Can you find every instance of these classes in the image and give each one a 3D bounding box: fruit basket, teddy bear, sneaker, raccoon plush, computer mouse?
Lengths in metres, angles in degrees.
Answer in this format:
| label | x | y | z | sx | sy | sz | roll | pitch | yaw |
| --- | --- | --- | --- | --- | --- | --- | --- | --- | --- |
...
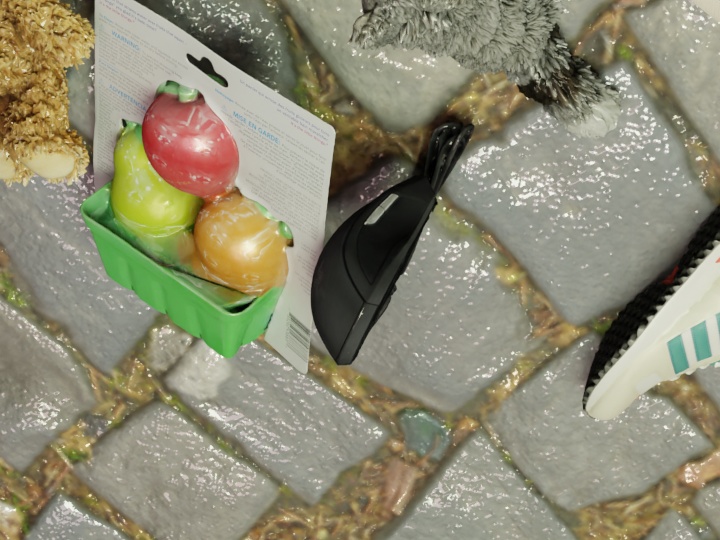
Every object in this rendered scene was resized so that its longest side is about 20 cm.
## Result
| label | x | y | z | sx | sy | sz | roll | pitch | yaw |
| --- | --- | --- | --- | --- | --- | --- | --- | --- | --- |
| fruit basket | -0.088 | -0.056 | 1.425 | 0.185 | 0.094 | 0.201 | 33 | 135 | 24 |
| teddy bear | -0.213 | -0.142 | 1.421 | 0.145 | 0.067 | 0.201 | -19 | 97 | 54 |
| sneaker | 0.217 | 0.038 | 1.461 | 0.093 | 0.070 | 0.200 | 35 | 120 | -5 |
| raccoon plush | 0.079 | -0.131 | 1.340 | 0.200 | 0.134 | 0.097 | 36 | 122 | -12 |
| computer mouse | 0.000 | 0.000 | 1.414 | 0.046 | 0.200 | 0.141 | 27 | 131 | 2 |

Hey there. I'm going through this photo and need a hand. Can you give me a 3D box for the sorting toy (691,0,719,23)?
| label | x | y | z | sx | sy | sz | roll | pitch | yaw |
| --- | --- | --- | --- | --- | --- | --- | --- | --- | --- |
| sorting toy | 0.269 | -0.169 | 1.317 | 0.179 | 0.107 | 0.201 | 27 | 126 | 17 |
